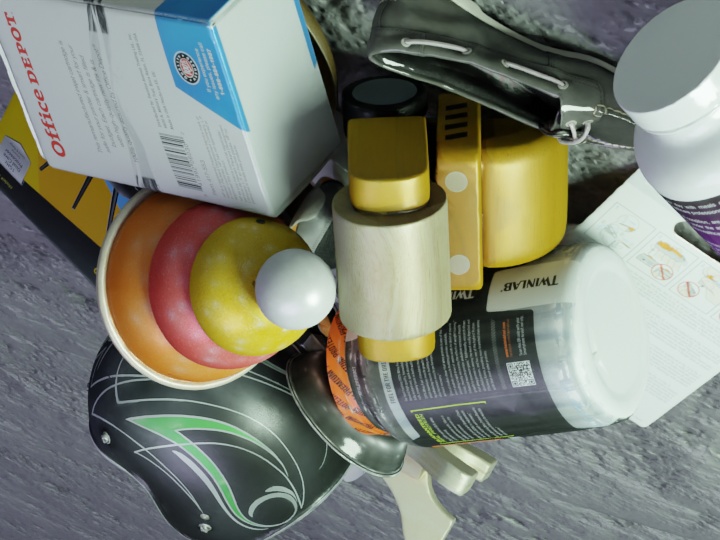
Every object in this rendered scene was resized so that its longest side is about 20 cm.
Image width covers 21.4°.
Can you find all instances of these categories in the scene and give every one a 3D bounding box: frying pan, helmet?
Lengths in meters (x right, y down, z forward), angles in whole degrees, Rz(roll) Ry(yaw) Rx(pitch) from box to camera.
[{"bbox_3d":[-0.016,0.075,1.405,0.115,0.191,0.031,29,117,-37],"label":"frying pan"},{"bbox_3d":[-0.112,0.101,1.504,0.199,0.200,0.191,-5,129,53],"label":"helmet"}]

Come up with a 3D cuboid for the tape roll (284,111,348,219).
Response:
[{"bbox_3d":[-0.064,-0.081,1.439,0.201,0.037,0.203,23,158,10],"label":"tape roll"}]

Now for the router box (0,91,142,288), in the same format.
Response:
[{"bbox_3d":[-0.175,-0.067,1.393,0.200,0.051,0.150,44,126,14],"label":"router box"}]

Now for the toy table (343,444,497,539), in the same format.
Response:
[{"bbox_3d":[0.055,0.151,1.655,0.117,0.185,0.200,31,-163,11],"label":"toy table"}]

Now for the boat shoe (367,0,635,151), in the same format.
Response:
[{"bbox_3d":[0.096,-0.110,1.159,0.199,0.057,0.067,27,159,0],"label":"boat shoe"}]

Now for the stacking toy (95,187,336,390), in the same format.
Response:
[{"bbox_3d":[-0.069,0.010,1.212,0.146,0.147,0.200,38,164,-26],"label":"stacking toy"}]

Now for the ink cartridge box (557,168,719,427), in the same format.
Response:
[{"bbox_3d":[0.198,0.011,1.328,0.159,0.047,0.200,32,133,-14],"label":"ink cartridge box"}]

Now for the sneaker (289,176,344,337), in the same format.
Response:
[{"bbox_3d":[0.000,0.000,1.383,0.077,0.079,0.200,26,164,26],"label":"sneaker"}]

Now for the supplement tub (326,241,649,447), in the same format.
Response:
[{"bbox_3d":[0.084,0.054,1.286,0.199,0.123,0.123,-9,142,32],"label":"supplement tub"}]

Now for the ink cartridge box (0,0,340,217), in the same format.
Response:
[{"bbox_3d":[-0.128,-0.129,1.216,0.199,0.086,0.147,15,137,35],"label":"ink cartridge box"}]

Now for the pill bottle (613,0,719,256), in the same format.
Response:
[{"bbox_3d":[0.228,-0.058,1.051,0.200,0.113,0.112,40,155,-32],"label":"pill bottle"}]

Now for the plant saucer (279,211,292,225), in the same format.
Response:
[{"bbox_3d":[-0.117,-0.038,1.498,0.199,0.037,0.201,24,159,10],"label":"plant saucer"}]

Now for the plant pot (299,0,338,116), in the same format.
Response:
[{"bbox_3d":[-0.096,-0.163,1.269,0.199,0.028,0.201,25,151,15],"label":"plant pot"}]

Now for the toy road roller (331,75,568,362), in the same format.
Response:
[{"bbox_3d":[0.060,-0.041,1.197,0.145,0.200,0.124,-2,119,4],"label":"toy road roller"}]
